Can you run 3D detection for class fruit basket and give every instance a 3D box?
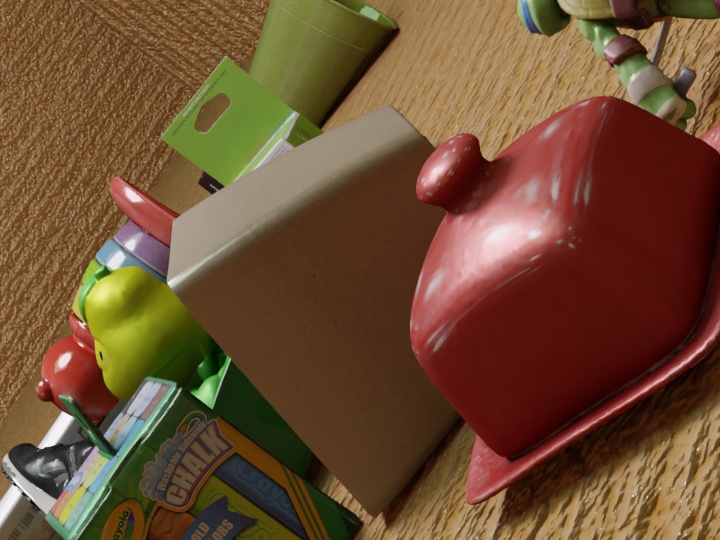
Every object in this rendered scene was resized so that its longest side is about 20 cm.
[{"bbox_3d":[-0.141,0.093,1.131,0.215,0.214,0.157,-171,102,-75],"label":"fruit basket"}]

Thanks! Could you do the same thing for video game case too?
[{"bbox_3d":[-0.257,0.214,1.377,0.023,0.182,0.201,18,66,33],"label":"video game case"}]

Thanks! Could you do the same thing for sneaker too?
[{"bbox_3d":[-0.228,0.175,1.209,0.088,0.076,0.199,-50,34,-12],"label":"sneaker"}]

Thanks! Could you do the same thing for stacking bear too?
[{"bbox_3d":[-0.211,0.040,1.290,0.113,0.121,0.201,34,90,44],"label":"stacking bear"}]

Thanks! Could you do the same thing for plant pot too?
[{"bbox_3d":[-0.077,-0.314,2.093,0.191,0.199,0.200,-61,11,14],"label":"plant pot"},{"bbox_3d":[0.004,0.005,0.965,0.177,0.200,0.200,-39,14,4],"label":"plant pot"}]

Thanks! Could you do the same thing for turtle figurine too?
[{"bbox_3d":[0.206,-0.148,0.883,0.193,0.202,0.144,-15,12,38],"label":"turtle figurine"}]

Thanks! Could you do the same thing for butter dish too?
[{"bbox_3d":[0.093,-0.014,0.759,0.200,0.147,0.200,-41,19,41],"label":"butter dish"}]

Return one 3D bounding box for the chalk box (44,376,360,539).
[{"bbox_3d":[-0.125,0.153,0.961,0.124,0.199,0.125,-55,13,-12],"label":"chalk box"}]

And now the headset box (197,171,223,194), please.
[{"bbox_3d":[-0.163,-0.216,2.322,0.200,0.075,0.149,-47,15,26],"label":"headset box"}]

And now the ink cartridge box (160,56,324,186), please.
[{"bbox_3d":[-0.123,-0.120,1.660,0.148,0.199,0.076,-45,15,31],"label":"ink cartridge box"}]
